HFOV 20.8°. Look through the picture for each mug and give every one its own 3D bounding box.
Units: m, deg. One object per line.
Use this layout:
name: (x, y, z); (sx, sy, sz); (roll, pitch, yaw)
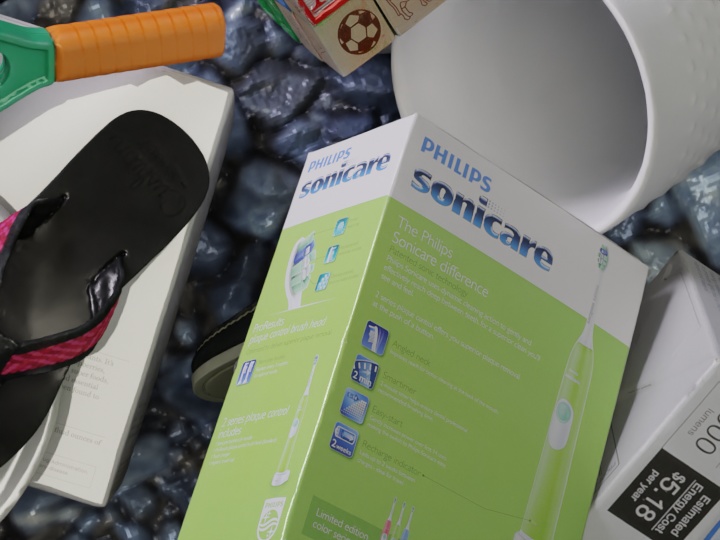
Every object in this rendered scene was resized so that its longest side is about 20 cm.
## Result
mug: (0.132, -0.129, 0.916); (0.148, 0.200, 0.175); (42, 45, 18)

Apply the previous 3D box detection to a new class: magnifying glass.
magnifying glass: (-0.153, -0.088, 0.839); (0.199, 0.022, 0.080); (-13, 129, -25)

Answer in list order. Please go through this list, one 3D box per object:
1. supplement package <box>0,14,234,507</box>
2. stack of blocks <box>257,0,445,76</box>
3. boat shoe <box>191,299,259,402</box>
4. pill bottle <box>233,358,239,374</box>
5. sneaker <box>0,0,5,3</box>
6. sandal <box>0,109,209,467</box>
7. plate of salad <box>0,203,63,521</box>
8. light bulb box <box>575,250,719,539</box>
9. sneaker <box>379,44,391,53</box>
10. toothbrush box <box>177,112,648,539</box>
supplement package: (-0.144, -0.004, 0.935); (0.121, 0.120, 0.201); (18, 88, -2)
stack of blocks: (-0.047, -0.176, 0.905); (0.059, 0.200, 0.115); (-37, 121, -4)
boat shoe: (0.000, -0.001, 0.977); (0.199, 0.075, 0.066); (-28, 65, 9)
pill bottle: (-0.016, 0.138, 0.932); (0.109, 0.109, 0.201); (-4, 104, -5)
sneaker: (-0.241, -0.140, 0.951); (0.200, 0.075, 0.081); (-33, 92, -4)
sandal: (-0.131, 0.005, 0.817); (0.075, 0.045, 0.200); (42, 64, -11)
plate of salad: (-0.227, 0.042, 0.844); (0.199, 0.048, 0.201); (0, 81, -2)
light bulb box: (0.174, 0.136, 0.917); (0.200, 0.125, 0.198); (32, 111, -12)
sneaker: (0.071, -0.183, 0.979); (0.200, 0.080, 0.074); (-43, 91, -6)
toothbrush box: (0.026, 0.059, 0.840); (0.145, 0.086, 0.200); (30, 65, -29)
